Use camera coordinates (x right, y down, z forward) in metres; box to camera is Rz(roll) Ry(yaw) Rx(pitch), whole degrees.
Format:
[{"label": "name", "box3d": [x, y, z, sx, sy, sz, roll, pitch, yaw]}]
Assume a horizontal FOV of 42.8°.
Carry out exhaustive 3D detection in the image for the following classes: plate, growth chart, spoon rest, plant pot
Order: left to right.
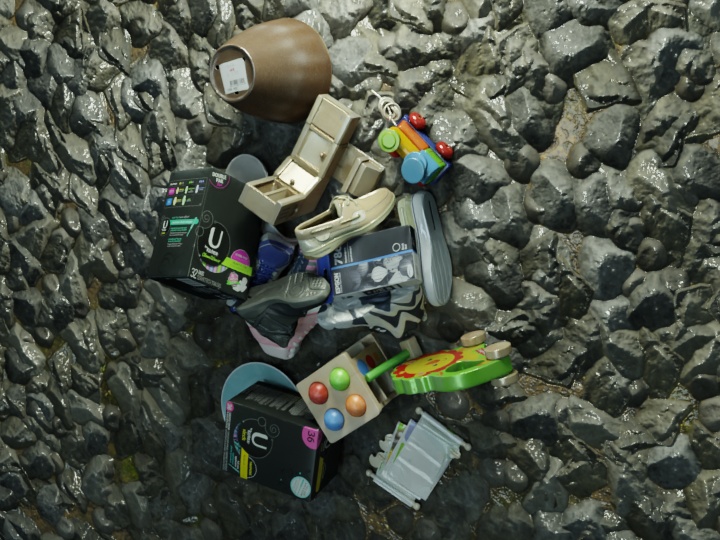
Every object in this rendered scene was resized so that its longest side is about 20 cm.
[{"label": "spoon rest", "box3d": [-0.188, -0.127, 1.739, 0.099, 0.060, 0.202, -36, 87, 27]}, {"label": "plant pot", "box3d": [-0.173, -0.345, 1.603, 0.183, 0.199, 0.191, 6, 105, 23]}, {"label": "plate", "box3d": [-0.193, 0.280, 1.854, 0.196, 0.026, 0.205, 6, 104, 23]}, {"label": "growth chart", "box3d": [0.102, 0.355, 1.737, 0.144, 0.018, 0.202, 39, 115, 13]}]

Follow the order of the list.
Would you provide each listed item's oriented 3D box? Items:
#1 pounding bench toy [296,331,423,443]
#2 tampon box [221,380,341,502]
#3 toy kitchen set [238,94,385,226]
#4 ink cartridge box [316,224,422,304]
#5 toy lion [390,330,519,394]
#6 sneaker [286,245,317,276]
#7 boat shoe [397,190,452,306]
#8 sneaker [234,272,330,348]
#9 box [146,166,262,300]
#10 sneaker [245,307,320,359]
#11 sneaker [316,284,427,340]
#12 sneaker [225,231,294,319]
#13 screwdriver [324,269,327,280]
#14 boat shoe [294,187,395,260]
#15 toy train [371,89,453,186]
[{"label": "pounding bench toy", "box3d": [0.009, 0.196, 1.666, 0.199, 0.156, 0.125, -35, 86, 27]}, {"label": "tampon box", "box3d": [-0.148, 0.322, 1.757, 0.196, 0.126, 0.153, 13, 108, 21]}, {"label": "toy kitchen set", "box3d": [-0.071, -0.174, 1.607, 0.162, 0.180, 0.202, 34, 113, 13]}, {"label": "ink cartridge box", "box3d": [0.006, -0.008, 1.595, 0.196, 0.039, 0.102, -14, 72, 21]}, {"label": "toy lion", "box3d": [0.149, 0.169, 1.564, 0.188, 0.200, 0.070, -18, 98, -11]}, {"label": "sneaker", "box3d": [-0.096, -0.032, 1.696, 0.201, 0.081, 0.071, -51, 48, 22]}, {"label": "boat shoe", "box3d": [0.114, -0.037, 1.622, 0.061, 0.071, 0.205, -11, 87, 39]}, {"label": "sneaker", "box3d": [-0.121, 0.072, 1.647, 0.196, 0.077, 0.115, -17, 127, 29]}, {"label": "box", "box3d": [-0.274, -0.064, 1.654, 0.123, 0.147, 0.204, -1, 72, 40]}, {"label": "sneaker", "box3d": [-0.116, 0.106, 1.756, 0.196, 0.076, 0.106, -15, 110, 19]}, {"label": "sneaker", "box3d": [0.030, 0.086, 1.646, 0.196, 0.080, 0.130, -23, 133, 10]}, {"label": "sneaker", "box3d": [-0.194, 0.028, 1.722, 0.079, 0.117, 0.199, 25, 137, -21]}, {"label": "screwdriver", "box3d": [0.000, 0.000, 1.695, 0.197, 0.028, 0.029, -11, 126, 30]}, {"label": "boat shoe", "box3d": [-0.025, -0.096, 1.601, 0.072, 0.198, 0.066, 32, 150, 57]}, {"label": "toy train", "box3d": [0.061, -0.230, 1.567, 0.200, 0.115, 0.085, 48, 116, 8]}]
